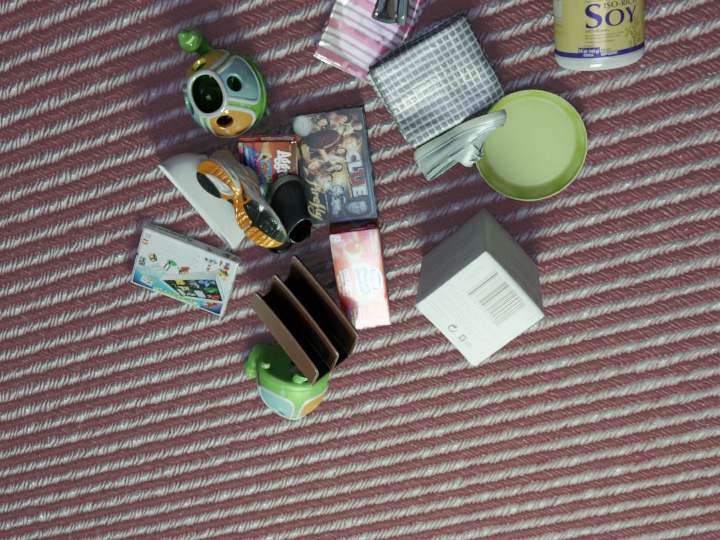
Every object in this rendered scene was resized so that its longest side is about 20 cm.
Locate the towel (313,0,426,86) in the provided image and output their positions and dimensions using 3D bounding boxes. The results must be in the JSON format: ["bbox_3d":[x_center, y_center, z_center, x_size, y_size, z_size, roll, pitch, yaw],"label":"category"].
[{"bbox_3d":[0.019,-0.428,1.560,0.145,0.030,0.201,25,115,-5],"label":"towel"}]

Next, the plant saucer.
[{"bbox_3d":[0.300,-0.224,1.612,0.198,0.031,0.202,3,114,8],"label":"plant saucer"}]

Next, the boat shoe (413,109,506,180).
[{"bbox_3d":[0.181,-0.215,1.584,0.200,0.070,0.072,-25,89,41],"label":"boat shoe"}]

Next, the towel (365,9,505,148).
[{"bbox_3d":[0.127,-0.321,1.549,0.199,0.086,0.166,-29,112,13],"label":"towel"}]

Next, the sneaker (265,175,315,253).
[{"bbox_3d":[-0.138,-0.070,1.671,0.074,0.107,0.201,-10,147,-19],"label":"sneaker"}]

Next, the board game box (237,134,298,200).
[{"bbox_3d":[-0.163,-0.169,1.649,0.102,0.020,0.201,-3,145,-3],"label":"board game box"}]

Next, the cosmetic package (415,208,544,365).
[{"bbox_3d":[0.215,0.027,1.645,0.165,0.200,0.165,-39,104,22],"label":"cosmetic package"}]

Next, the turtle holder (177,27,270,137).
[{"bbox_3d":[-0.242,-0.325,1.575,0.139,0.132,0.188,2,100,15],"label":"turtle holder"}]

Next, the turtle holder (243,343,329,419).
[{"bbox_3d":[-0.155,0.220,1.824,0.183,0.141,0.133,9,120,2],"label":"turtle holder"}]

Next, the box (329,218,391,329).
[{"bbox_3d":[0.000,0.000,1.716,0.094,0.100,0.202,-7,113,2],"label":"box"}]

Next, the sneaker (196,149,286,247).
[{"bbox_3d":[-0.191,-0.132,1.580,0.075,0.092,0.200,-28,112,32],"label":"sneaker"}]

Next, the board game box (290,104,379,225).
[{"bbox_3d":[-0.046,-0.190,1.654,0.134,0.035,0.202,-7,101,11],"label":"board game box"}]

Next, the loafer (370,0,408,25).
[{"bbox_3d":[0.054,-0.506,1.483,0.062,0.072,0.202,5,103,4],"label":"loafer"}]

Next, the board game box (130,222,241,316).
[{"bbox_3d":[-0.348,-0.001,1.808,0.198,0.035,0.127,21,115,-1],"label":"board game box"}]

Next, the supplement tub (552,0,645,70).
[{"bbox_3d":[0.377,-0.432,1.440,0.144,0.146,0.202,-4,114,10],"label":"supplement tub"}]

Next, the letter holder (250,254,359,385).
[{"bbox_3d":[-0.105,0.091,1.703,0.200,0.100,0.142,50,158,12],"label":"letter holder"}]

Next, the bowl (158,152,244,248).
[{"bbox_3d":[-0.276,-0.139,1.662,0.075,0.200,0.200,-41,104,-8],"label":"bowl"}]
